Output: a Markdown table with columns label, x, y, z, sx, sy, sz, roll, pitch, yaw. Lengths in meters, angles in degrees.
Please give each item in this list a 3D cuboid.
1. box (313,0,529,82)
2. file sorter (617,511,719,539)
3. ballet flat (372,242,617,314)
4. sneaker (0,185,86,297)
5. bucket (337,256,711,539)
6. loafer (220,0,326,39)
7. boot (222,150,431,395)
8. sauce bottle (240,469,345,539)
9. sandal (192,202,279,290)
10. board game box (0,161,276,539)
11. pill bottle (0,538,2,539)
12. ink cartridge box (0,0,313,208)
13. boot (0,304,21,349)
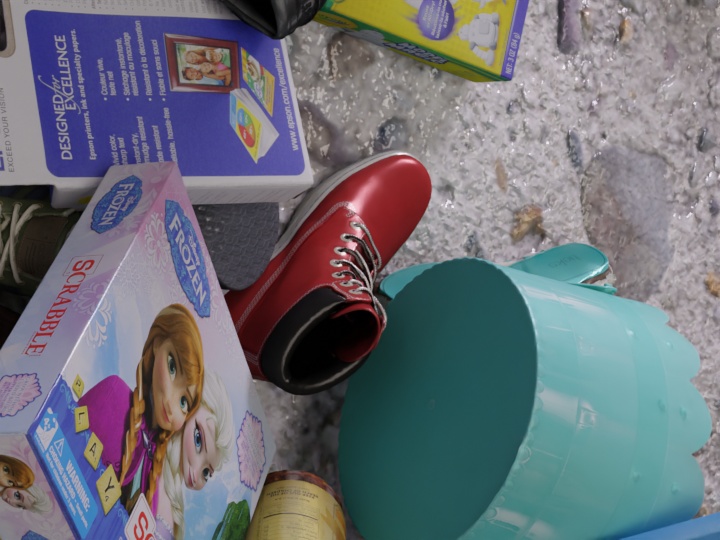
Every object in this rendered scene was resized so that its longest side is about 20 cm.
| label | x | y | z | sx | sy | sz | roll | pitch | yaw |
| --- | --- | --- | --- | --- | --- | --- | --- | --- | --- |
| box | 0.024 | -0.205 | 0.933 | 0.199 | 0.048 | 0.118 | 14 | 87 | -32 |
| file sorter | 0.134 | 0.240 | 0.778 | 0.198 | 0.123 | 0.139 | -15 | 131 | -3 |
| ballet flat | 0.093 | 0.030 | 0.995 | 0.199 | 0.072 | 0.072 | -9 | 100 | -31 |
| sneaker | -0.186 | -0.021 | 0.784 | 0.199 | 0.090 | 0.068 | 14 | 88 | -34 |
| bucket | 0.089 | 0.096 | 0.856 | 0.134 | 0.207 | 0.209 | 22 | 83 | -32 |
| loafer | -0.097 | -0.207 | 0.779 | 0.200 | 0.068 | 0.071 | 43 | 49 | -10 |
| boot | 0.000 | 0.000 | 0.879 | 0.200 | 0.144 | 0.073 | -44 | 114 | -24 |
| sauce bottle | -0.039 | 0.184 | 0.757 | 0.065 | 0.200 | 0.067 | 0 | 118 | 0 |
| sandal | -0.115 | -0.079 | 0.858 | 0.076 | 0.043 | 0.201 | -39 | 103 | -30 |
| board game box | -0.108 | 0.084 | 0.713 | 0.200 | 0.041 | 0.201 | -72 | 153 | -50 |
| pill bottle | -0.182 | 0.147 | 0.722 | 0.112 | 0.112 | 0.202 | -13 | 101 | -32 |
| ink cartridge box | -0.135 | -0.132 | 0.796 | 0.199 | 0.047 | 0.199 | -3 | 74 | -31 |
| boot | -0.278 | 0.063 | 0.752 | 0.186 | 0.064 | 0.200 | -42 | 139 | 7 |
